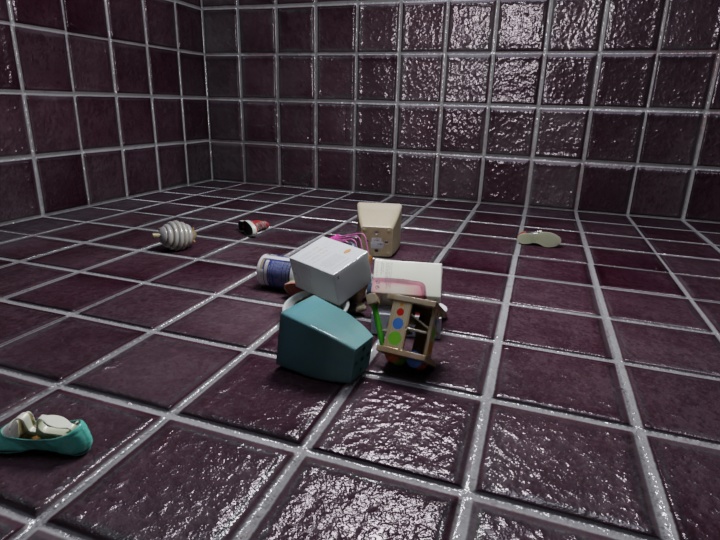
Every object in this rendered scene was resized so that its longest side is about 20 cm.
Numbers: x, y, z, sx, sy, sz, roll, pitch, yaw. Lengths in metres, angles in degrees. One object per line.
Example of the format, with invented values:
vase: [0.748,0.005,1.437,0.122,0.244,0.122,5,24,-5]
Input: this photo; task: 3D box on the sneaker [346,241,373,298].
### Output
sneaker: [0.000,0.000,1.726,0.081,0.203,0.070,-1,-21,-42]

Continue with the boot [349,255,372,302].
boot: [-0.044,0.010,1.661,0.076,0.158,0.199,17,-3,-37]

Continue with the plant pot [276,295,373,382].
plant pot: [-0.079,0.175,1.226,0.198,0.144,0.141,20,24,26]

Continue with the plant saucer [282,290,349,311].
plant saucer: [-0.128,0.120,1.495,0.196,0.051,0.201,-4,27,2]

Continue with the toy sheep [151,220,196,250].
toy sheep: [-0.788,-0.148,2.170,0.198,0.140,0.137,-11,21,-44]

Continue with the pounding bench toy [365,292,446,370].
pounding bench toy: [0.091,0.150,1.259,0.197,0.159,0.124,9,-13,24]

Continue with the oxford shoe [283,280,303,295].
oxford shoe: [-0.157,0.048,1.660,0.197,0.072,0.074,-1,38,26]

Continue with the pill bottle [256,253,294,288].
pill bottle: [-0.247,0.009,1.755,0.197,0.113,0.111,8,19,19]

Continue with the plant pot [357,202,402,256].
plant pot: [0.075,-0.163,2.202,0.196,0.203,0.178,3,29,4]

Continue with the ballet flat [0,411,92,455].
ballet flat: [-0.587,0.291,0.931,0.196,0.072,0.067,2,18,3]

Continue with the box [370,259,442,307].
box: [0.134,0.050,1.485,0.196,0.111,0.128,4,-26,7]

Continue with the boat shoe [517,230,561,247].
boat shoe: [0.843,-0.152,2.415,0.197,0.072,0.062,4,15,20]

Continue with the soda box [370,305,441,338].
soda box: [0.130,0.144,1.450,0.196,0.065,0.068,4,18,7]

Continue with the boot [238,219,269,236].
boot: [-0.500,-0.215,2.496,0.142,0.074,0.199,-7,16,-29]

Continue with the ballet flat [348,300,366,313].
ballet flat: [-0.078,0.099,1.576,0.196,0.058,0.066,6,10,13]

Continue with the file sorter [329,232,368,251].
file sorter: [-0.062,-0.050,1.861,0.124,0.141,0.200,-7,13,26]

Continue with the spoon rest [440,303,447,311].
spoon rest: [0.167,0.111,1.561,0.196,0.062,0.100,0,18,0]

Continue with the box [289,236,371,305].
box: [-0.090,-0.003,1.542,0.198,0.108,0.152,21,42,39]
